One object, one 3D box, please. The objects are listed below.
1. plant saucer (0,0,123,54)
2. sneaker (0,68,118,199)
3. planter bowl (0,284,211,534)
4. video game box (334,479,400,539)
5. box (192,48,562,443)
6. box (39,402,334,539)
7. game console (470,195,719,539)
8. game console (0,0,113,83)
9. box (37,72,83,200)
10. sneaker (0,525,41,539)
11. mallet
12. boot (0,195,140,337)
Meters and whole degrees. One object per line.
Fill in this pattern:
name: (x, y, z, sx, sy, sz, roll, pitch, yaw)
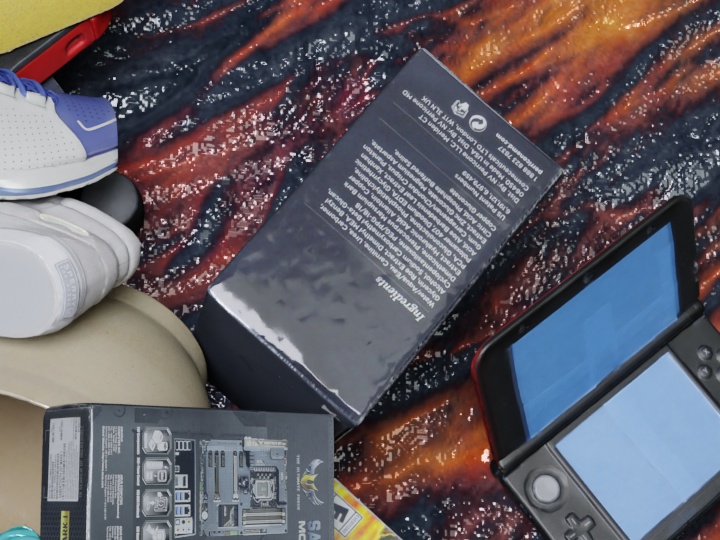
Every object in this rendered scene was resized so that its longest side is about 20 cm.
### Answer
plant saucer: (-0.264, -0.215, 0.781, 0.198, 0.049, 0.202, -26, 77, -15)
sneaker: (-0.225, -0.100, 0.722, 0.197, 0.080, 0.117, -8, 110, -33)
planter bowl: (-0.168, 0.092, 0.793, 0.198, 0.201, 0.136, 26, 44, -4)
video game box: (-0.015, 0.255, 0.766, 0.182, 0.047, 0.200, 39, 71, 14)
box: (0.000, 0.000, 0.834, 0.117, 0.197, 0.201, 40, 71, 1)
box: (-0.083, 0.170, 0.671, 0.156, 0.051, 0.203, 7, 79, -42)
game console: (0.188, 0.085, 0.891, 0.199, 0.119, 0.173, -35, 76, -17)
game console: (-0.268, -0.165, 0.805, 0.177, 0.031, 0.200, 45, 71, 8)
box: (-0.295, -0.083, 0.843, 0.199, 0.104, 0.183, -36, 85, -18)
sneaker: (-0.191, 0.179, 0.724, 0.077, 0.200, 0.081, 19, 73, -18)
mallet: (-0.220, 0.006, 0.856, 0.199, 0.066, 0.041, -39, 87, -18)
boot: (-0.223, -0.009, 0.750, 0.197, 0.095, 0.075, 12, 107, 19)
